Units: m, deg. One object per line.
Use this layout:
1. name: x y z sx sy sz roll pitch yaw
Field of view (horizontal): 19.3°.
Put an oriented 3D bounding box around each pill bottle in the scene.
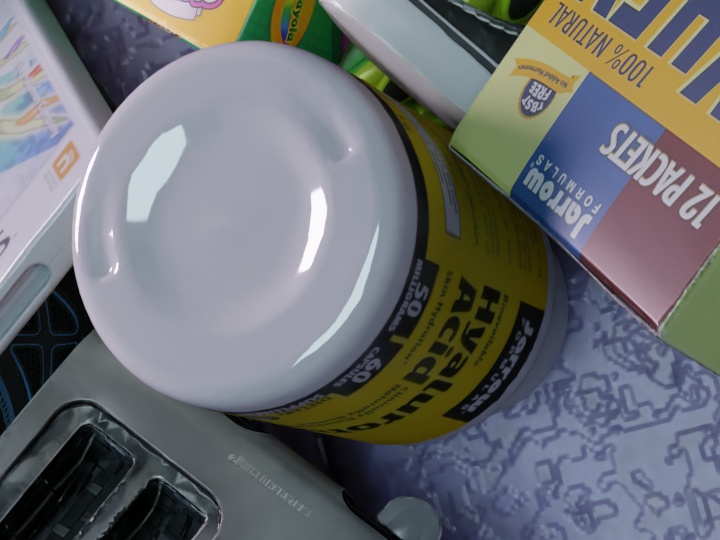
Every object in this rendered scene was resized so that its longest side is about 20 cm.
1. pill bottle: 0.000 0.000 0.702 0.111 0.200 0.112 -4 80 24

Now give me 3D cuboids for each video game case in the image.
1. video game case: -0.169 -0.020 0.787 0.182 0.022 0.200 -50 38 12

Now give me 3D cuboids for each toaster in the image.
1. toaster: -0.071 0.140 0.744 0.181 0.119 0.200 37 76 13

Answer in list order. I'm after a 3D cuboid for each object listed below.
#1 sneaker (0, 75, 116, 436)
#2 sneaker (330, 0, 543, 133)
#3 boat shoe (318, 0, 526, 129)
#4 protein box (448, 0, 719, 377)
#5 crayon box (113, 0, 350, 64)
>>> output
1. sneaker: -0.138 0.016 0.810 0.073 0.082 0.201 12 94 17
2. sneaker: 0.022 -0.110 0.776 0.200 0.074 0.084 -54 52 15
3. boat shoe: 0.077 -0.058 0.726 0.200 0.071 0.064 32 92 -22
4. protein box: 0.176 -0.049 0.635 0.199 0.200 0.135 -55 34 9
5. crayon box: -0.073 -0.158 0.766 0.200 0.058 0.119 32 100 33
